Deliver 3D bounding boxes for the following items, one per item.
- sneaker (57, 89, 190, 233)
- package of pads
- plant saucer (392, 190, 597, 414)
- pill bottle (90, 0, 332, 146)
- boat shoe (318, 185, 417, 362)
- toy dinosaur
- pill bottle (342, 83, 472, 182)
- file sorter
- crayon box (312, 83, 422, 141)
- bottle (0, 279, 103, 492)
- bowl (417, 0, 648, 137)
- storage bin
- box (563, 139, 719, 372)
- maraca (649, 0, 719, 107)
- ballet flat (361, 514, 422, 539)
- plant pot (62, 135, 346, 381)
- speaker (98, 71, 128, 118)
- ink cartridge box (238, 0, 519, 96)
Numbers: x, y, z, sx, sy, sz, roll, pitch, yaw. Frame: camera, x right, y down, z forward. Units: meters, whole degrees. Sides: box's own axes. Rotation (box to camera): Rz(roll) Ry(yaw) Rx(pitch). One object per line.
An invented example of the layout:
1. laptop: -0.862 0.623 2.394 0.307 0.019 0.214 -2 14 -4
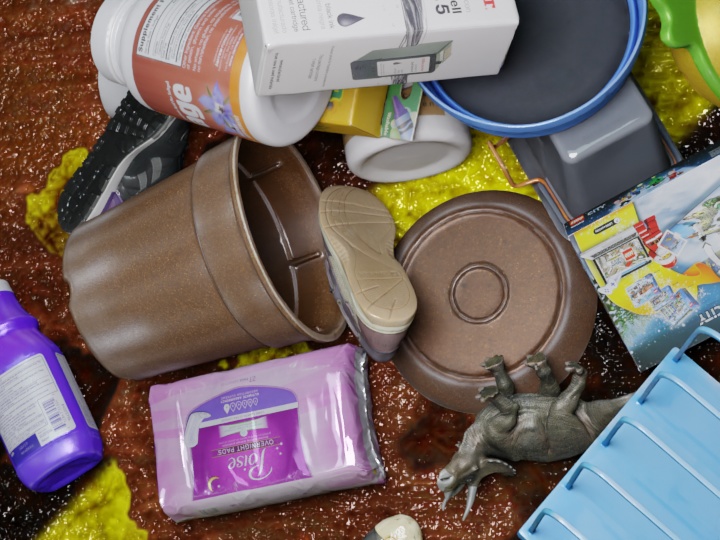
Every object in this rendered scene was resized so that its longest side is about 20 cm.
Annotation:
1. sneaker: -0.192 -0.105 1.567 0.200 0.087 0.076 -48 44 20
2. package of pads: -0.081 0.144 1.487 0.198 0.076 0.122 -13 72 15
3. plant saucer: 0.106 0.023 1.479 0.198 0.034 0.202 -4 76 18
4. pill bottle: -0.128 -0.178 1.415 0.199 0.112 0.113 19 83 35
5. boat shoe: 0.000 0.000 1.475 0.071 0.065 0.201 2 37 -20
6. toy dinosaur: 0.151 0.125 1.422 0.198 0.103 0.077 -15 27 2
7. pill bottle: 0.030 -0.191 1.512 0.113 0.114 0.202 -13 73 14
8. file sorter: 0.239 0.162 1.284 0.139 0.123 0.200 40 77 11
9. crayon box: -0.036 -0.187 1.455 0.199 0.051 0.127 10 87 34
10. bottle: -0.311 0.104 1.577 0.083 0.065 0.201 -32 69 7
11. bowl: 0.133 -0.200 1.368 0.199 0.039 0.203 -5 69 13
12. storage bin: 0.172 -0.141 1.432 0.145 0.134 0.201 -28 66 3
13. box: 0.285 -0.023 1.392 0.199 0.038 0.137 -28 106 9
14. maraca: 0.300 -0.204 1.394 0.106 0.199 0.138 -17 56 43
15. ballet flat: -0.010 0.295 1.437 0.066 0.057 0.201 34 89 21
16. plant pot: -0.140 -0.002 1.491 0.197 0.200 0.202 -21 71 21
17. speaker: -0.142 -0.179 1.583 0.198 0.081 0.082 3 78 18
18. ink cartridge box: 0.008 -0.223 1.305 0.198 0.084 0.147 -7 68 -12
